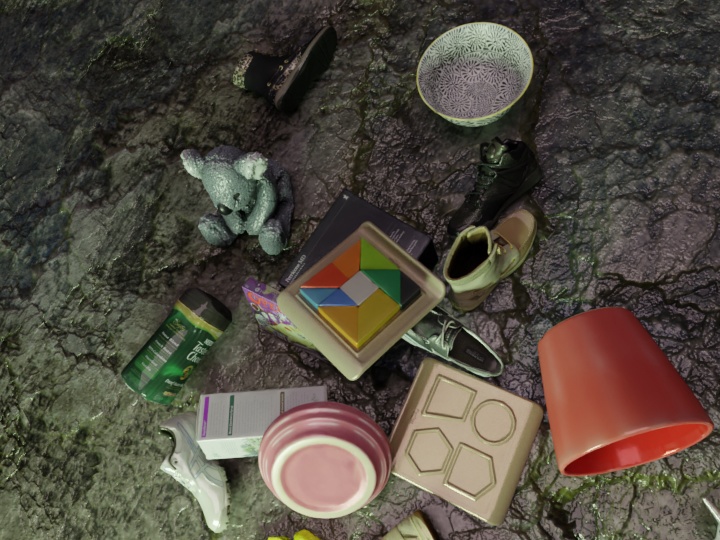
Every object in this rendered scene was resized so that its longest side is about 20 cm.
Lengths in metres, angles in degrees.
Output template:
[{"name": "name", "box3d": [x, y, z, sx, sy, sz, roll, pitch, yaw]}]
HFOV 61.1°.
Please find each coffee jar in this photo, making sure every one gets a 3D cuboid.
[{"name": "coffee jar", "box3d": [-0.313, 0.128, 1.060, 0.085, 0.104, 0.201, 33, 82, 21]}]

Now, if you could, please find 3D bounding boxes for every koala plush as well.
[{"name": "koala plush", "box3d": [-0.219, -0.153, 1.085, 0.175, 0.200, 0.186, 7, 72, 18]}]

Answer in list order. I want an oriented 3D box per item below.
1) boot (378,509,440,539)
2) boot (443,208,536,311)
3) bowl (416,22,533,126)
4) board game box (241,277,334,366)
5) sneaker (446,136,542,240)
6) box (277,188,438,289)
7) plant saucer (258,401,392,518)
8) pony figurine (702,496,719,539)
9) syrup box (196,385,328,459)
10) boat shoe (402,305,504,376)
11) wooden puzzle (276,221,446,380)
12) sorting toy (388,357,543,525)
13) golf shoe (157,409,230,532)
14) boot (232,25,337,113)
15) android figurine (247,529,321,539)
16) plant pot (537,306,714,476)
[{"name": "boot", "box3d": [0.068, 0.462, 0.848, 0.155, 0.073, 0.201, -31, 64, 2]}, {"name": "boot", "box3d": [0.205, -0.037, 0.949, 0.072, 0.155, 0.200, 39, 84, 24]}, {"name": "bowl", "box3d": [0.205, -0.329, 1.091, 0.198, 0.094, 0.203, -5, 69, 13]}, {"name": "board game box", "box3d": [-0.098, 0.091, 0.998, 0.199, 0.121, 0.032, 23, 54, 27]}, {"name": "sneaker", "box3d": [0.205, -0.142, 1.005, 0.199, 0.114, 0.076, -42, 37, -2]}, {"name": "box", "box3d": [0.000, 0.000, 1.021, 0.181, 0.104, 0.201, 32, 81, 22]}, {"name": "plant saucer", "box3d": [-0.052, 0.287, 0.890, 0.199, 0.202, 0.051, -17, 22, 9]}, {"name": "pony figurine", "box3d": [0.484, 0.394, 0.730, 0.192, 0.166, 0.202, 22, 92, 29]}, {"name": "syrup box", "box3d": [-0.148, 0.238, 0.953, 0.198, 0.079, 0.082, -3, 53, -1]}, {"name": "boat shoe", "box3d": [0.133, 0.097, 0.923, 0.199, 0.071, 0.073, 27, 80, -6]}, {"name": "wooden puzzle", "box3d": [-0.001, 0.035, 0.912, 0.200, 0.037, 0.185, -42, 63, -14]}, {"name": "sorting toy", "box3d": [0.153, 0.254, 0.926, 0.198, 0.037, 0.187, 22, 77, 17]}, {"name": "golf shoe", "box3d": [-0.268, 0.323, 0.972, 0.078, 0.096, 0.201, -55, 50, 41]}, {"name": "boot", "box3d": [-0.155, -0.430, 1.241, 0.153, 0.074, 0.205, 29, 80, 25]}, {"name": "android figurine", "box3d": [-0.108, 0.482, 0.909, 0.199, 0.041, 0.183, 27, 80, 21]}, {"name": "plant pot", "box3d": [0.337, 0.161, 0.831, 0.198, 0.201, 0.179, -18, 58, 8]}]
